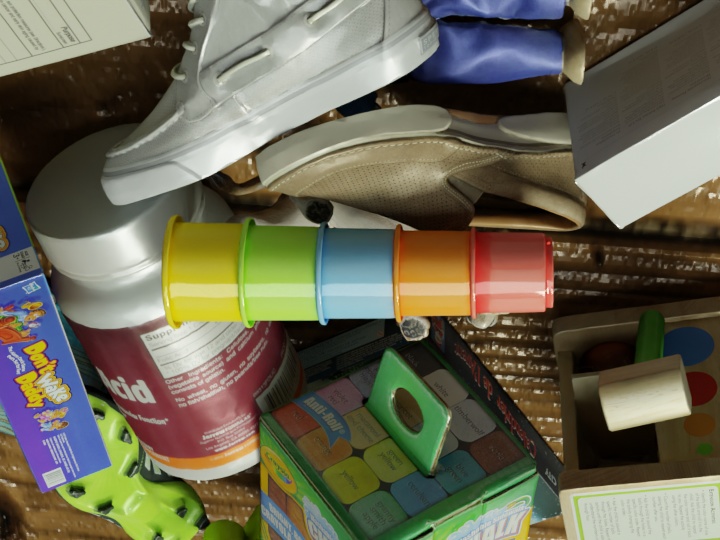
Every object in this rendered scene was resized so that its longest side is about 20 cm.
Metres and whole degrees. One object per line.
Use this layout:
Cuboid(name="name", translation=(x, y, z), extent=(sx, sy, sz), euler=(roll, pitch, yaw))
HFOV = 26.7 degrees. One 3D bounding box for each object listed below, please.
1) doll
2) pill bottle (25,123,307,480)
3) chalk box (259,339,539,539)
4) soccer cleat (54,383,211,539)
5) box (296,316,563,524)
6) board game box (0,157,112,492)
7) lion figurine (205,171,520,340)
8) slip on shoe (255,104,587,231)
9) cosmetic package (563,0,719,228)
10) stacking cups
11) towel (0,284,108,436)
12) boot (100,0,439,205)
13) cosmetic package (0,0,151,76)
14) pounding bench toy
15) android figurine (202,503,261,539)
Cuboid(name="doll", translation=(0.018, -0.128, 0.795), extent=(0.198, 0.049, 0.137), euler=(3, 129, 1))
Cuboid(name="pill bottle", translation=(-0.113, 0.020, 0.897), extent=(0.113, 0.115, 0.201), euler=(-11, 132, 13))
Cuboid(name="chalk box", translation=(0.019, 0.137, 0.910), extent=(0.123, 0.124, 0.201), euler=(-23, 139, -24))
Cuboid(name="soccer cleat", translation=(-0.168, 0.126, 1.004), extent=(0.068, 0.081, 0.200), euler=(-44, 143, -9))
Cuboid(name="box", translation=(0.037, 0.116, 1.029), extent=(0.136, 0.038, 0.200), euler=(-23, 128, 23))
Cuboid(name="board game box", translation=(-0.193, 0.015, 0.834), extent=(0.044, 0.135, 0.201), euler=(-20, 148, -11))
Cuboid(name="lion figurine", translation=(0.012, -0.026, 0.870), extent=(0.199, 0.123, 0.073), euler=(33, 119, -5))
Cuboid(name="slip on shoe", translation=(0.040, -0.046, 0.804), extent=(0.199, 0.061, 0.076), euler=(-4, 167, -37))
Cuboid(name="cosmetic package", translation=(0.202, -0.105, 0.783), extent=(0.199, 0.083, 0.051), euler=(-30, 125, 28))
Cuboid(name="stacking cups", translation=(0.000, 0.000, 0.787), extent=(0.198, 0.061, 0.061), euler=(0, 133, 3))
Cuboid(name="towel", translation=(-0.258, 0.050, 0.997), extent=(0.199, 0.022, 0.147), euler=(19, 130, -14))
Cuboid(name="boot", translation=(-0.065, -0.112, 0.759), extent=(0.199, 0.074, 0.096), euler=(-25, 107, 20))
Cuboid(name="cosmetic package", translation=(-0.213, -0.147, 0.751), extent=(0.198, 0.072, 0.105), euler=(-12, 151, 8))
Cuboid(name="pounding bench toy", translation=(0.179, 0.081, 0.907), extent=(0.123, 0.157, 0.201), euler=(-7, 132, 11))
Cuboid(name="android figurine", translation=(-0.024, 0.229, 1.028), extent=(0.181, 0.200, 0.041), euler=(27, 112, -17))
